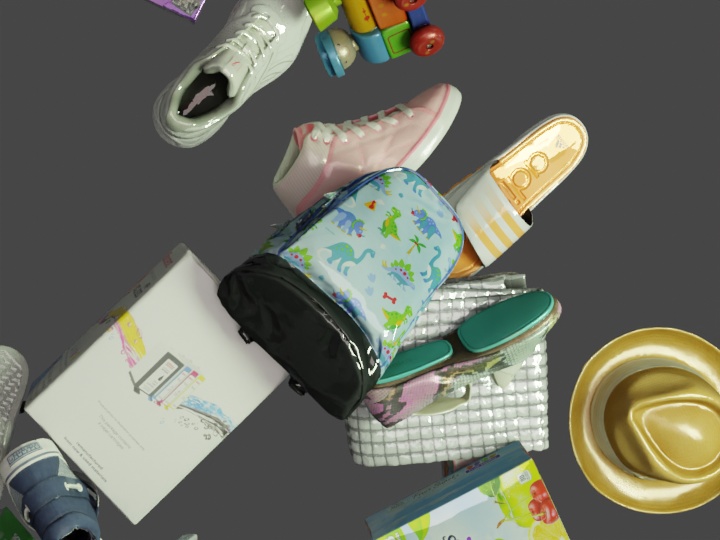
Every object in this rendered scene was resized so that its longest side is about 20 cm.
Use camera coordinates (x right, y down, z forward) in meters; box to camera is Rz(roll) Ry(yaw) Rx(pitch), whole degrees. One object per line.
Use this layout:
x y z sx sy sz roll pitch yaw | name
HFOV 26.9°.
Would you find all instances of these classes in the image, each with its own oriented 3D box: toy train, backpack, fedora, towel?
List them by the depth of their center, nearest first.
0.000 0.000 1.320 0.163 0.200 0.154 46 128 2 | backpack
-0.003 -0.257 1.359 0.115 0.200 0.085 -24 59 3 | toy train
0.078 0.092 1.443 0.197 0.086 0.168 -6 99 -7 | towel
0.306 0.154 1.489 0.198 0.082 0.204 -1 94 -9 | fedora

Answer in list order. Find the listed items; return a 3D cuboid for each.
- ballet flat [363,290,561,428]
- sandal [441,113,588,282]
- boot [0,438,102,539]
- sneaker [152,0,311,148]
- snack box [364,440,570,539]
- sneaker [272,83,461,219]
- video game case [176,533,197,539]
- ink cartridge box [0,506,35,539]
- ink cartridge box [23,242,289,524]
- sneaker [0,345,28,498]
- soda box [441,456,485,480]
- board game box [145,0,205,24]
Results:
0.096 0.086 1.375 0.198 0.069 0.072 -25 118 0 | ballet flat
0.142 -0.075 1.454 0.207 0.059 0.079 -45 101 -2 | sandal
-0.262 0.224 1.337 0.072 0.200 0.091 -31 68 -7 | boot
-0.109 -0.191 1.383 0.078 0.099 0.201 40 88 -10 | sneaker
0.120 0.288 1.408 0.167 0.068 0.202 -26 102 -2 | snack box
0.000 -0.122 1.419 0.105 0.075 0.200 43 91 -15 | sneaker
-0.172 0.365 1.404 0.017 0.143 0.203 -6 97 20 | video game case
-0.313 0.340 1.351 0.146 0.083 0.201 -38 101 8 | ink cartridge box
-0.182 0.095 1.371 0.200 0.147 0.145 -43 100 -4 | ink cartridge box
-0.352 0.173 1.358 0.073 0.118 0.203 23 72 -12 | sneaker
0.123 0.270 1.480 0.067 0.064 0.203 -6 96 -9 | soda box
-0.167 -0.346 1.398 0.119 0.032 0.202 23 91 -15 | board game box
